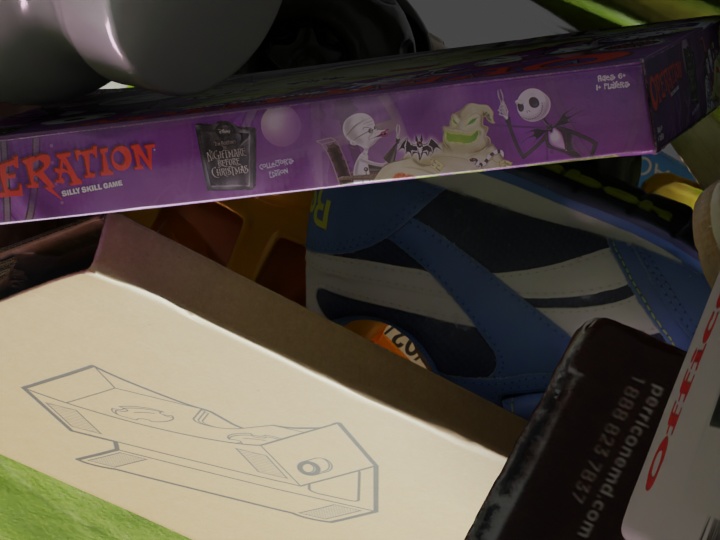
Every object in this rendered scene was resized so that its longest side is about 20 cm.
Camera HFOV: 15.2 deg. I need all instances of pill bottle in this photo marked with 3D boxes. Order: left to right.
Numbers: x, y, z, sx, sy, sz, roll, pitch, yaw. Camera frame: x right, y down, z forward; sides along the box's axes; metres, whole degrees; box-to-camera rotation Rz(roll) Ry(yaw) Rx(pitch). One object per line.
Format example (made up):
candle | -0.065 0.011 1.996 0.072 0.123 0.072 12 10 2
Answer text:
pill bottle | -0.116 -0.107 0.760 0.200 0.104 0.104 19 176 36

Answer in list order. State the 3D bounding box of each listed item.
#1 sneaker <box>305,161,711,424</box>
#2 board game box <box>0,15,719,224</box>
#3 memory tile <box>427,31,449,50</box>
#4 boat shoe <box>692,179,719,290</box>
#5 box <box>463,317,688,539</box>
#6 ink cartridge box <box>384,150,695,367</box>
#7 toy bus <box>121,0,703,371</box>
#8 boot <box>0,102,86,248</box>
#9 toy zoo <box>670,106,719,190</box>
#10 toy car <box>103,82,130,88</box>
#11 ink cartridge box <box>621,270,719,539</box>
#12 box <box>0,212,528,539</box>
sneaker | 0.072 0.015 0.831 0.200 0.082 0.074 24 -168 15
board game box | -0.007 -0.041 0.731 0.200 0.032 0.120 -6 -167 18
memory tile | -0.012 -0.102 1.161 0.153 0.017 0.200 23 179 14
boat shoe | 0.190 0.003 0.767 0.200 0.072 0.065 16 145 -26
box | 0.115 0.143 0.747 0.164 0.166 0.200 23 167 23
ink cartridge box | 0.055 0.033 1.078 0.115 0.200 0.068 31 -179 20
toy bus | 0.000 0.000 0.936 0.200 0.192 0.136 24 -176 3
boot | -0.155 -0.068 0.909 0.186 0.200 0.064 22 -154 40
toy zoo | 0.198 0.008 0.871 0.200 0.020 0.131 24 -161 -20
toy car | -0.182 -0.098 1.096 0.200 0.150 0.175 31 176 -12
ink cartridge box | 0.130 0.015 0.551 0.084 0.146 0.200 22 178 -5
box | -0.045 0.045 0.824 0.200 0.021 0.163 28 152 -32
